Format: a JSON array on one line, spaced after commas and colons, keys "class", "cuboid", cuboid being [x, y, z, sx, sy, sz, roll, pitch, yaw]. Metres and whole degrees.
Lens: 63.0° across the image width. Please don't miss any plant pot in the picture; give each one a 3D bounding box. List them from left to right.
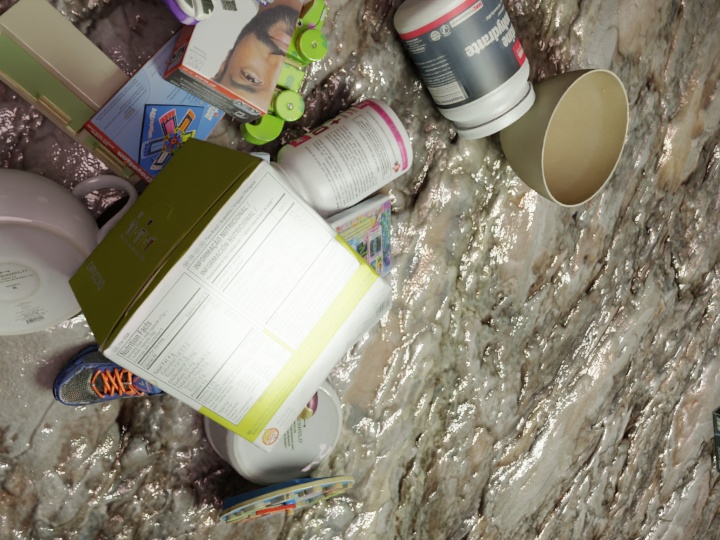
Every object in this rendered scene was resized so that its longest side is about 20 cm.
[{"class": "plant pot", "cuboid": [0.297, -0.214, 0.915, 0.200, 0.134, 0.201, -16, 120, -31]}]

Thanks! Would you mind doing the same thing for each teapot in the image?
[{"class": "teapot", "cuboid": [-0.373, -0.039, 0.630, 0.200, 0.146, 0.197, 23, 120, -44]}]

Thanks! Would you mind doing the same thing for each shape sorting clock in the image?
[{"class": "shape sorting clock", "cuboid": [-0.104, 0.334, 0.852, 0.199, 0.200, 0.039, -1, 64, -27]}]

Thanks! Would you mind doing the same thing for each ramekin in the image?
[{"class": "ramekin", "cuboid": [-0.118, 0.215, 0.850, 0.202, 0.094, 0.203, -7, 106, -25]}]

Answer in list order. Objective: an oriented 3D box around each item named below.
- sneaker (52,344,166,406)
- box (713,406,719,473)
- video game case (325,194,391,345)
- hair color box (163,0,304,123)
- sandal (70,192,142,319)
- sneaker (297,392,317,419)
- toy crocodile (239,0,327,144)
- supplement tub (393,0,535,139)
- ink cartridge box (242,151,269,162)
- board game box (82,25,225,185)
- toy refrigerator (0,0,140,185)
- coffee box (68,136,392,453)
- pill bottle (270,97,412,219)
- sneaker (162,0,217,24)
[{"class": "sneaker", "cuboid": [-0.285, 0.129, 0.752, 0.199, 0.078, 0.076, -13, 108, -23]}, {"class": "box", "cuboid": [0.973, 0.408, 1.459, 0.163, 0.086, 0.201, -25, 114, -18]}, {"class": "video game case", "cuboid": [0.000, 0.000, 0.824, 0.200, 0.024, 0.183, -35, 127, -61]}, {"class": "hair color box", "cuboid": [-0.139, -0.291, 0.689, 0.111, 0.064, 0.201, 23, 76, -35]}, {"class": "sandal", "cuboid": [-0.297, -0.016, 0.714, 0.200, 0.082, 0.055, -48, 157, 4]}, {"class": "sneaker", "cuboid": [-0.067, 0.107, 0.795, 0.090, 0.200, 0.075, 5, 135, -25]}, {"class": "toy crocodile", "cuboid": [-0.095, -0.254, 0.753, 0.062, 0.067, 0.201, 20, 94, -29]}, {"class": "supplement tub", "cuboid": [0.149, -0.302, 0.821, 0.140, 0.140, 0.200, -42, 117, -11]}, {"class": "ink cartridge box", "cuboid": [-0.168, -0.050, 0.742, 0.042, 0.119, 0.201, -16, 112, -55]}, {"class": "board game box", "cuboid": [-0.215, -0.188, 0.671, 0.103, 0.019, 0.200, 44, 46, -26]}, {"class": "toy refrigerator", "cuboid": [-0.302, -0.190, 0.646, 0.200, 0.076, 0.070, 43, 46, -30]}, {"class": "coffee box", "cuboid": [-0.133, 0.013, 0.584, 0.200, 0.199, 0.198, -52, 126, -8]}, {"class": "pill bottle", "cuboid": [-0.040, -0.136, 0.786, 0.200, 0.113, 0.114, -34, 116, -16]}, {"class": "sneaker", "cuboid": [-0.230, -0.323, 0.625, 0.083, 0.200, 0.081, -48, 164, 24]}]
